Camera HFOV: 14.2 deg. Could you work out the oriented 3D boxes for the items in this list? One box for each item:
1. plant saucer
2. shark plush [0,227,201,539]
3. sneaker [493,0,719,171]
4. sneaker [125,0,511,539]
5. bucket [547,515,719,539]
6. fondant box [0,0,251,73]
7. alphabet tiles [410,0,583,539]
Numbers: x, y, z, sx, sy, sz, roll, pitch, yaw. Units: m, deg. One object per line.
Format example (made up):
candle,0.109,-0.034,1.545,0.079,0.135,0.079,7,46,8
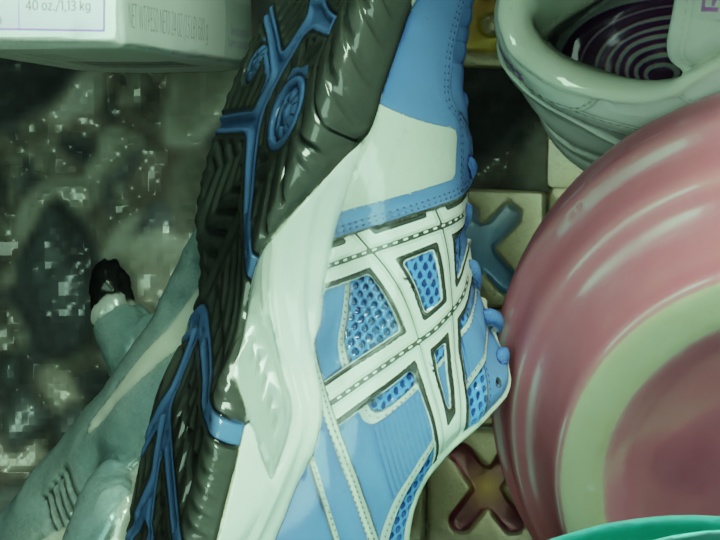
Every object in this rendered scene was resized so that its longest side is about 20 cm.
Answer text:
plant saucer,0.127,0.048,0.722,0.200,0.051,0.201,9,126,12
shark plush,-0.056,0.021,0.792,0.083,0.091,0.201,23,105,42
sneaker,0.127,-0.056,0.717,0.199,0.100,0.075,-5,74,22
sneaker,0.000,0.000,0.736,0.077,0.076,0.201,15,91,-20
bucket,0.073,0.155,0.646,0.206,0.135,0.208,0,83,-3
fondant box,-0.068,-0.154,0.747,0.058,0.144,0.201,0,92,10
alphabet tiles,0.084,-0.005,0.797,0.199,0.008,0.168,1,92,10
